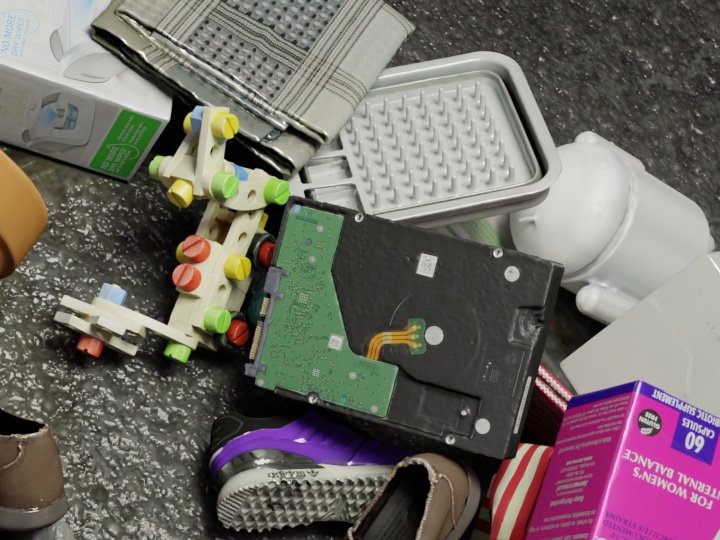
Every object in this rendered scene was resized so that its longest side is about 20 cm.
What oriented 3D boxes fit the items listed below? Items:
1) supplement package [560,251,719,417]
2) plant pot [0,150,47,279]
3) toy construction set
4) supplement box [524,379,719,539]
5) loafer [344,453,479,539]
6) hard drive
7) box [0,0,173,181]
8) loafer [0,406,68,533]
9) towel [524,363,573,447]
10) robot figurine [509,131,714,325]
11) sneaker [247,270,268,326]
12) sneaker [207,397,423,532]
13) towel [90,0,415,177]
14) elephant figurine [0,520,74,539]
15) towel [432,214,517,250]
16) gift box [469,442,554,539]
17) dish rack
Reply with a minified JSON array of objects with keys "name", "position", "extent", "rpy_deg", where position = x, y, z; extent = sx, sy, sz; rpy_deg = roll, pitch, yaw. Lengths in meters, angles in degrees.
[{"name":"supplement package","position":[0.286,0.084,1.501],"extent":[0.200,0.151,0.152],"rpy_deg":[-5,60,-58]},{"name":"plant pot","position":[-0.326,-0.026,1.288],"extent":[0.200,0.200,0.140],"rpy_deg":[31,67,-6]},{"name":"toy construction set","position":[-0.123,-0.013,1.403],"extent":[0.092,0.131,0.200],"rpy_deg":[32,88,34]},{"name":"supplement box","position":[0.164,0.183,1.226],"extent":[0.101,0.103,0.200],"rpy_deg":[24,73,-15]},{"name":"loafer","position":[0.003,0.204,1.321],"extent":[0.073,0.071,0.200],"rpy_deg":[23,79,32]},{"name":"hard drive","position":[0.028,0.038,1.352],"extent":[0.200,0.038,0.140],"rpy_deg":[14,91,20]},{"name":"box","position":[-0.229,-0.192,1.492],"extent":[0.176,0.097,0.200],"rpy_deg":[18,54,-18]},{"name":"loafer","position":[-0.252,0.087,1.198],"extent":[0.200,0.071,0.073],"rpy_deg":[23,23,27]},{"name":"towel","position":[0.144,0.112,1.423],"extent":[0.022,0.200,0.145],"rpy_deg":[-44,65,-6]},{"name":"robot figurine","position":[0.200,-0.030,1.576],"extent":[0.200,0.113,0.170],"rpy_deg":[28,47,-34]},{"name":"sneaker","position":[0.000,0.000,1.503],"extent":[0.200,0.078,0.091],"rpy_deg":[-37,85,-37]},{"name":"sneaker","position":[-0.019,0.131,1.413],"extent":[0.200,0.070,0.100],"rpy_deg":[6,43,-31]},{"name":"towel","position":[-0.075,-0.183,1.477],"extent":[0.192,0.035,0.200],"rpy_deg":[35,51,0]},{"name":"elephant figurine","position":[-0.293,0.167,1.228],"extent":[0.200,0.155,0.142],"rpy_deg":[31,84,6]},{"name":"towel","position":[0.087,-0.019,1.536],"extent":[0.149,0.031,0.200],"rpy_deg":[46,38,-36]},{"name":"gift box","position":[0.151,0.238,1.366],"extent":[0.186,0.200,0.185],"rpy_deg":[26,65,-15]},{"name":"dish rack","position":[0.039,-0.086,1.476],"extent":[0.200,0.044,0.172],"rpy_deg":[-12,44,-5]}]
